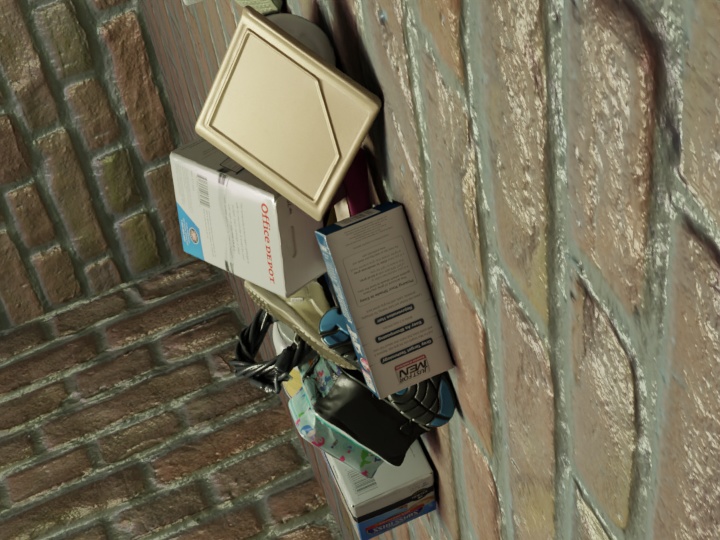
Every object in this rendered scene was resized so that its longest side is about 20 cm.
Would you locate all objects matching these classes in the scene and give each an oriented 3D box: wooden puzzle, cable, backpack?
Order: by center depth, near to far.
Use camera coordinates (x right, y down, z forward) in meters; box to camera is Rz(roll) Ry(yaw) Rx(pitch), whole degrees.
[{"bbox_3d":[-0.082,-0.174,1.475,0.184,0.037,0.201,36,134,6],"label":"wooden puzzle"},{"bbox_3d":[-0.010,0.175,1.839,0.177,0.151,0.201,35,-163,-29],"label":"backpack"},{"bbox_3d":[-0.123,0.086,1.882,0.050,0.165,0.199,26,177,-25],"label":"cable"}]

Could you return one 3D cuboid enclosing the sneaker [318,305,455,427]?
[{"bbox_3d":[0.040,0.114,1.625,0.199,0.073,0.082,41,-177,12],"label":"sneaker"}]

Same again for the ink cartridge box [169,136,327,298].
[{"bbox_3d":[-0.143,-0.073,1.684,0.198,0.085,0.148,22,129,36],"label":"ink cartridge box"}]

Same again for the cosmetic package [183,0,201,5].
[{"bbox_3d":[-0.223,-0.501,1.738,0.201,0.121,0.201,88,159,-58],"label":"cosmetic package"}]

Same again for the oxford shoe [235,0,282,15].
[{"bbox_3d":[-0.132,-0.378,1.698,0.200,0.074,0.059,78,-149,-78],"label":"oxford shoe"}]

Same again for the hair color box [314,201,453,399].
[{"bbox_3d":[0.027,0.033,1.523,0.060,0.099,0.203,-153,43,-74],"label":"hair color box"}]

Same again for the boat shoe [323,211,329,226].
[{"bbox_3d":[-0.074,-0.079,1.754,0.072,0.065,0.203,-74,1,-53],"label":"boat shoe"}]

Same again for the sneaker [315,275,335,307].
[{"bbox_3d":[-0.049,0.025,1.927,0.200,0.073,0.081,50,148,37],"label":"sneaker"}]

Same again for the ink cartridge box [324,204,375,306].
[{"bbox_3d":[0.000,0.000,1.698,0.200,0.067,0.117,116,132,-76],"label":"ink cartridge box"}]

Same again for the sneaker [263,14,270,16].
[{"bbox_3d":[-0.138,-0.239,1.753,0.082,0.069,0.203,27,103,56],"label":"sneaker"}]

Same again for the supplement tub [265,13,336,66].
[{"bbox_3d":[-0.095,-0.218,1.608,0.200,0.121,0.124,110,137,-76],"label":"supplement tub"}]

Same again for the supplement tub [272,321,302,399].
[{"bbox_3d":[-0.059,0.118,2.041,0.201,0.144,0.147,84,162,-56],"label":"supplement tub"}]

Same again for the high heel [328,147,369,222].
[{"bbox_3d":[0.012,-0.044,1.583,0.067,0.096,0.202,8,130,56],"label":"high heel"}]

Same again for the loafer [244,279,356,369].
[{"bbox_3d":[-0.064,0.054,1.738,0.199,0.069,0.076,37,169,17],"label":"loafer"}]

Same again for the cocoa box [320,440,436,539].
[{"bbox_3d":[0.016,0.274,1.981,0.132,0.132,0.202,82,164,-56],"label":"cocoa box"}]

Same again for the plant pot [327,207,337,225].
[{"bbox_3d":[-0.133,-0.088,1.869,0.186,0.198,0.189,158,90,-79],"label":"plant pot"}]
